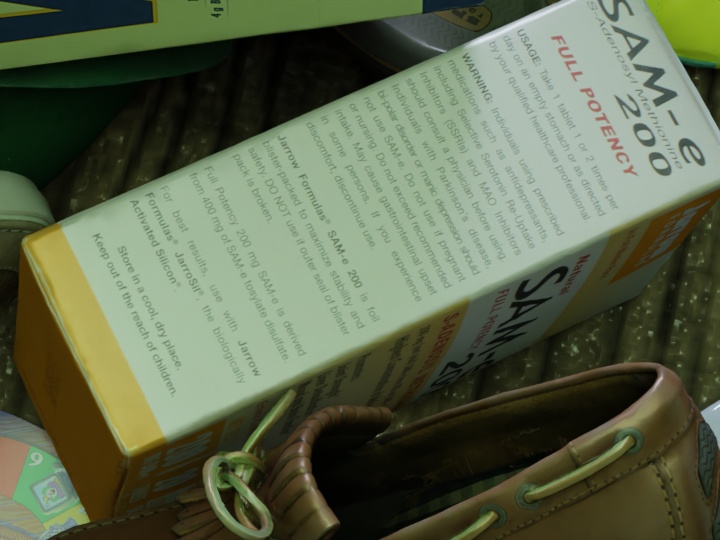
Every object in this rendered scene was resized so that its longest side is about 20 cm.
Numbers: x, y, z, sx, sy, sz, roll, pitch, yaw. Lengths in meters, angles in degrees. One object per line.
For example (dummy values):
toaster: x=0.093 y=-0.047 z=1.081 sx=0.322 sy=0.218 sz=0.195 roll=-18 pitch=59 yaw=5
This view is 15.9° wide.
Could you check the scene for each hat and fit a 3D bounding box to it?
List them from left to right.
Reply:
hat: x=-0.149 y=-0.007 z=0.824 sx=0.199 sy=0.166 sz=0.177 roll=14 pitch=108 yaw=17

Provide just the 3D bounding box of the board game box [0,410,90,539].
board game box: x=-0.149 y=0.130 z=0.791 sx=0.158 sy=0.039 sz=0.200 roll=37 pitch=76 yaw=7

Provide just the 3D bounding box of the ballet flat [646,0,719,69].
ballet flat: x=0.146 y=-0.156 z=0.873 sx=0.067 sy=0.067 sz=0.200 roll=29 pitch=82 yaw=-2

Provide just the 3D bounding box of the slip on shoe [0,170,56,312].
slip on shoe: x=-0.166 y=0.049 z=0.766 sx=0.200 sy=0.076 sz=0.061 roll=-35 pitch=67 yaw=4

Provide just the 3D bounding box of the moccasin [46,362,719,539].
moccasin: x=-0.004 y=0.065 z=0.683 sx=0.201 sy=0.078 sz=0.074 roll=-11 pitch=31 yaw=27

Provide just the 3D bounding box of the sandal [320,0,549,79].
sandal: x=-0.023 y=-0.122 z=0.844 sx=0.200 sy=0.055 sz=0.082 roll=32 pitch=54 yaw=10

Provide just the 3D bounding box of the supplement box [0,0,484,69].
supplement box: x=-0.083 y=-0.169 z=0.744 sx=0.199 sy=0.135 sz=0.200 roll=-8 pitch=38 yaw=-10

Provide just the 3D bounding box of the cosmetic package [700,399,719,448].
cosmetic package: x=0.072 y=0.180 z=0.748 sx=0.200 sy=0.123 sz=0.200 roll=-31 pitch=79 yaw=-12

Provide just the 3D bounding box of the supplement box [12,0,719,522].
supplement box: x=0.000 y=0.000 z=0.780 sx=0.200 sy=0.126 sz=0.074 roll=-25 pitch=78 yaw=-15
